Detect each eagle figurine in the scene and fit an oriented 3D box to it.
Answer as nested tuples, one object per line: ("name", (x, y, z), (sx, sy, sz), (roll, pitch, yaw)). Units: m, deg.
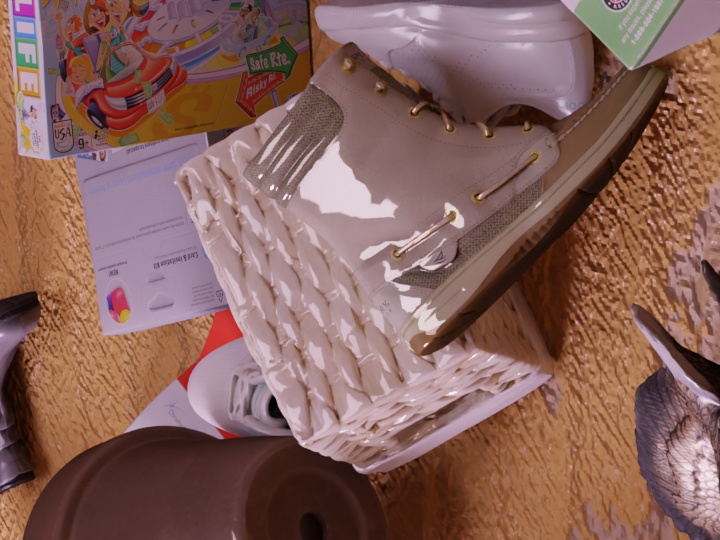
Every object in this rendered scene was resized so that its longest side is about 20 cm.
("eagle figurine", (0.203, 0.098, 1.430), (0.151, 0.152, 0.200), (23, 114, 22))

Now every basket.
("basket", (0.000, 0.000, 1.608), (0.135, 0.123, 0.200), (-30, 75, 14))

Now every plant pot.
("plant pot", (-0.078, 0.177, 1.681), (0.175, 0.200, 0.200), (-26, 80, 48))

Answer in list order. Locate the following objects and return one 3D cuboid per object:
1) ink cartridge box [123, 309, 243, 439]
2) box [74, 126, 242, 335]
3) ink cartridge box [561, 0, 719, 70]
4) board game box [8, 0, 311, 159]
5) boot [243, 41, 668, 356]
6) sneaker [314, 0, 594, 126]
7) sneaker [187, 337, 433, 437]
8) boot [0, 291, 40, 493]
("ink cartridge box", (-0.092, 0.139, 1.854), (0.160, 0.047, 0.200), (49, 135, 29))
("box", (-0.129, -0.067, 1.839), (0.156, 0.041, 0.200), (-14, 84, 51))
("ink cartridge box", (0.126, -0.226, 1.436), (0.200, 0.087, 0.145), (49, 134, 17))
("board game box", (-0.118, -0.147, 1.686), (0.034, 0.200, 0.135), (11, 109, 49))
("boot", (0.052, -0.074, 1.508), (0.155, 0.072, 0.200), (44, 88, 11))
("sneaker", (0.051, -0.119, 1.600), (0.200, 0.075, 0.089), (12, 121, 47))
("sneaker", (-0.049, 0.076, 1.749), (0.200, 0.080, 0.071), (4, 93, 47))
("boot", (-0.265, 0.096, 2.046), (0.200, 0.070, 0.132), (-31, 79, 61))
